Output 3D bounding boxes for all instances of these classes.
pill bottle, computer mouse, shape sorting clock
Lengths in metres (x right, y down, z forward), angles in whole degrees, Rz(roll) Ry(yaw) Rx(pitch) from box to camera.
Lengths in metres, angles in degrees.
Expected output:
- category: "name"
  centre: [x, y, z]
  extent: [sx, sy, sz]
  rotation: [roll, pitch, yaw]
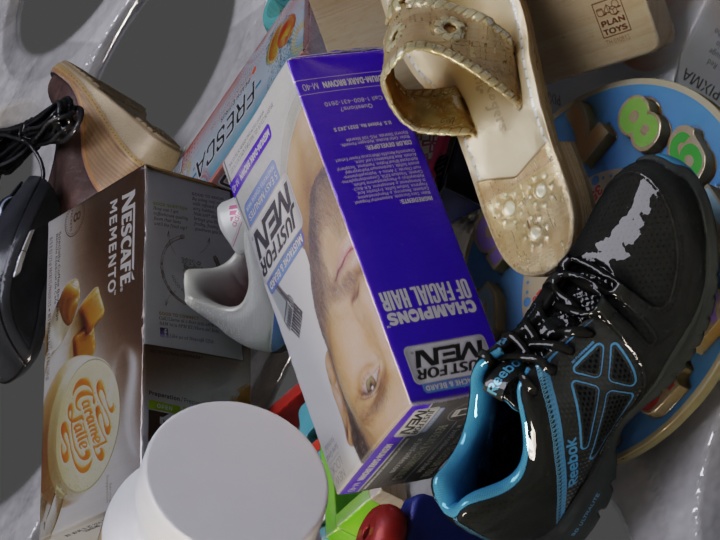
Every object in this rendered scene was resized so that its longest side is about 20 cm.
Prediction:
- category: "pill bottle"
  centre: [-0.084, 0.163, 1.469]
  extent: [0.200, 0.115, 0.116]
  rotation: [110, 166, -47]
- category: "computer mouse"
  centre: [-0.252, -0.019, 1.949]
  extent: [0.140, 0.046, 0.200]
  rotation: [-14, 63, 56]
- category: "shape sorting clock"
  centre: [0.117, 0.001, 1.399]
  extent: [0.200, 0.039, 0.200]
  rotation: [-17, 65, 42]

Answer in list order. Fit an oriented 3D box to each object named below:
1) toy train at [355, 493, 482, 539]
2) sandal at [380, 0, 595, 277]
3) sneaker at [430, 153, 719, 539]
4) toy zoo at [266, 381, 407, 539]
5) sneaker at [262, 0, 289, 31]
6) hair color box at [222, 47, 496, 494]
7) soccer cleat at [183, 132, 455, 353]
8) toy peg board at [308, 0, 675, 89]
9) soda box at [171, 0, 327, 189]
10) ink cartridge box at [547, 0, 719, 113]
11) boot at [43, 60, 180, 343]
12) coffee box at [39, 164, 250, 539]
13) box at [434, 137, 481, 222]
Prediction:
- category: "toy train"
  centre: [0.004, 0.218, 1.393]
  extent: [0.116, 0.085, 0.200]
  rotation: [-32, 38, 59]
- category: "sandal"
  centre: [0.045, -0.093, 1.390]
  extent: [0.078, 0.070, 0.212]
  rotation: [-38, 66, 33]
- category: "sneaker"
  centre: [0.101, 0.039, 1.319]
  extent: [0.073, 0.082, 0.200]
  rotation: [30, 102, 43]
- category: "toy zoo"
  centre: [-0.048, 0.134, 1.608]
  extent: [0.200, 0.020, 0.131]
  rotation: [-43, 33, 31]
- category: "sneaker"
  centre: [-0.027, -0.181, 1.781]
  extent: [0.078, 0.080, 0.200]
  rotation: [-67, 14, -10]
- category: "hair color box"
  centre: [0.000, 0.000, 1.459]
  extent: [0.109, 0.065, 0.200]
  rotation: [-54, 52, 54]
- category: "soccer cleat"
  centre: [-0.025, -0.035, 1.575]
  extent: [0.200, 0.086, 0.070]
  rotation: [-54, 24, 26]
- category: "toy peg board"
  centre: [0.067, -0.196, 1.481]
  extent: [0.200, 0.200, 0.098]
  rotation: [-15, 9, 40]
- category: "soda box"
  centre: [-0.051, -0.078, 1.719]
  extent: [0.200, 0.068, 0.064]
  rotation: [-52, 27, 41]
- category: "ink cartridge box"
  centre: [0.128, -0.094, 1.494]
  extent: [0.200, 0.050, 0.162]
  rotation: [-60, 27, -3]
- category: "boot"
  centre: [-0.209, -0.050, 1.984]
  extent: [0.167, 0.072, 0.200]
  rotation: [-56, 32, 5]
- category: "coffee box"
  centre: [-0.124, 0.055, 1.656]
  extent: [0.114, 0.080, 0.200]
  rotation: [-24, 59, 48]
- category: "box"
  centre: [0.043, -0.083, 1.629]
  extent: [0.121, 0.032, 0.200]
  rotation: [-27, 41, 57]
